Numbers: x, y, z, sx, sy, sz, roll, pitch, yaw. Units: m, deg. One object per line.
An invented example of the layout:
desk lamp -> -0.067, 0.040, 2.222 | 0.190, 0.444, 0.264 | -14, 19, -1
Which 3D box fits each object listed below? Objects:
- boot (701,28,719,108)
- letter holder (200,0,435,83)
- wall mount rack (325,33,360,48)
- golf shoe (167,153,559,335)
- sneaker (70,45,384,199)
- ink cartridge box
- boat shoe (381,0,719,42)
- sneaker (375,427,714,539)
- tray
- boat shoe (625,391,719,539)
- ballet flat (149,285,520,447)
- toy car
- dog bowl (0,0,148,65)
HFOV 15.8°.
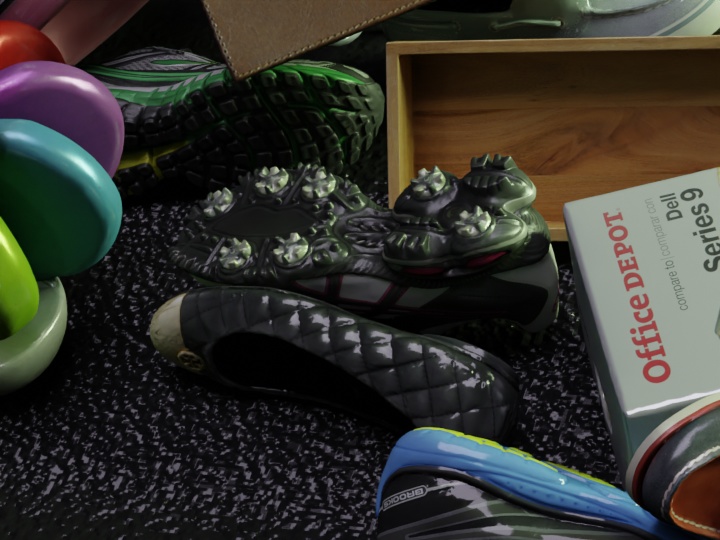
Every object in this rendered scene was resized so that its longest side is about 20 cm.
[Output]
boot -> 0.267, -0.130, 1.325 | 0.199, 0.073, 0.156 | -10, 40, 19
letter holder -> -0.002, -0.206, 1.305 | 0.199, 0.143, 0.101 | -22, 20, 0
wall mount rack -> -0.021, -0.225, 1.464 | 0.173, 0.075, 0.201 | 27, 46, -6
golf shoe -> 0.000, 0.000, 1.251 | 0.199, 0.088, 0.077 | 1, 47, 30
sneaker -> -0.084, -0.091, 1.372 | 0.199, 0.078, 0.085 | -1, 40, 13
ink cartridge box -> 0.202, 0.022, 1.163 | 0.199, 0.088, 0.146 | -14, 42, 3
boat shoe -> 0.096, -0.141, 1.354 | 0.200, 0.072, 0.070 | -8, 42, 30
sneaker -> 0.097, 0.131, 1.092 | 0.199, 0.071, 0.083 | 20, 93, 17
tray -> 0.113, -0.065, 1.276 | 0.199, 0.099, 0.037 | 0, 6, 16
boat shoe -> 0.203, 0.091, 1.060 | 0.199, 0.071, 0.063 | 4, 37, -27
ballet flat -> -0.019, 0.049, 1.210 | 0.199, 0.067, 0.057 | 12, 64, 30
toy car -> -0.190, -0.052, 1.279 | 0.149, 0.176, 0.200 | -31, 43, -15
dog bowl -> -0.165, -0.166, 1.408 | 0.200, 0.200, 0.074 | -40, 86, -27
